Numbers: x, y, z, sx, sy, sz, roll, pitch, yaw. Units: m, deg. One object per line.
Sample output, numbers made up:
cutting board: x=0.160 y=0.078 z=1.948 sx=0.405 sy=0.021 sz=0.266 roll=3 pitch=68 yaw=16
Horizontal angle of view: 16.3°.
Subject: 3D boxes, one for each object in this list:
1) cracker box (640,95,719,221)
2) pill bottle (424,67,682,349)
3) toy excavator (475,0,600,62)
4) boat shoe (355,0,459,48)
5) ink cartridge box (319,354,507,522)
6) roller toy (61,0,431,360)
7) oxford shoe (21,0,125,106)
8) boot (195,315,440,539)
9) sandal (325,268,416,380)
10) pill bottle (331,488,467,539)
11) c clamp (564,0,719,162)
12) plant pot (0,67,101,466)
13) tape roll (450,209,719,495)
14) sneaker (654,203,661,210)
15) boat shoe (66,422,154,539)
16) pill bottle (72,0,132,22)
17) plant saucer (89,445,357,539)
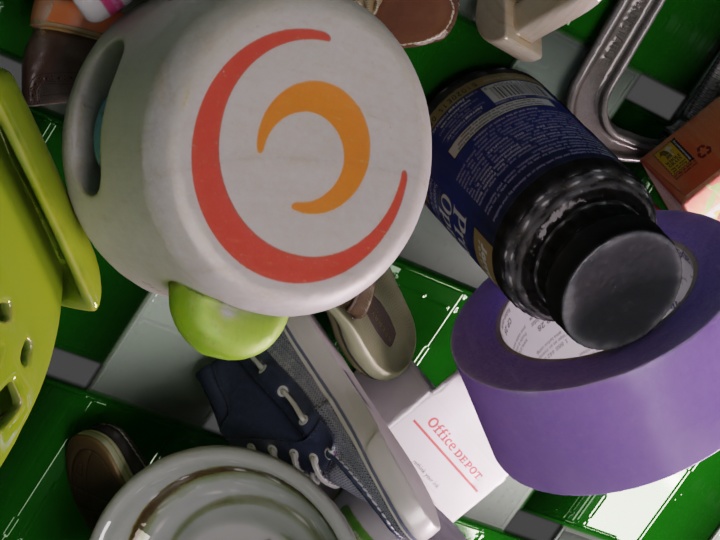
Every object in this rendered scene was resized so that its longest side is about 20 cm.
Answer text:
cracker box: x=0.288 y=-0.052 z=1.746 sx=0.134 sy=0.058 sz=0.200 roll=-38 pitch=141 yaw=0
pill bottle: x=0.117 y=-0.038 z=1.588 sx=0.111 sy=0.200 sz=0.112 roll=-14 pitch=126 yaw=-20
toy excavator: x=0.166 y=-0.226 z=1.542 sx=0.100 sy=0.194 sz=0.201 roll=26 pitch=79 yaw=-38
boat shoe: x=-0.025 y=-0.156 z=1.515 sx=0.199 sy=0.072 sz=0.076 roll=1 pitch=121 yaw=-29
ink cartridge box: x=0.018 y=0.133 z=1.740 sx=0.200 sy=0.067 sz=0.116 roll=-39 pitch=131 yaw=2
roller toy: x=-0.065 y=-0.070 z=1.401 sx=0.200 sy=0.140 sz=0.183 roll=-39 pitch=113 yaw=-24
oxford shoe: x=-0.108 y=-0.101 z=1.491 sx=0.199 sy=0.071 sz=0.073 roll=15 pitch=86 yaw=-21
boot: x=-0.028 y=0.116 z=1.622 sx=0.090 sy=0.200 sz=0.073 roll=-36 pitch=142 yaw=3
sandal: x=0.001 y=0.000 z=1.629 sx=0.201 sy=0.057 sz=0.080 roll=52 pitch=55 yaw=-47
pill bottle: x=-0.021 y=0.240 z=1.677 sx=0.111 sy=0.111 sz=0.200 roll=28 pitch=108 yaw=-39
c clamp: x=0.232 y=-0.149 z=1.689 sx=0.171 sy=0.027 sz=0.200 roll=24 pitch=107 yaw=-38
plant pot: x=-0.269 y=-0.012 z=1.389 sx=0.182 sy=0.199 sz=0.199 roll=-53 pitch=139 yaw=-32
tape roll: x=0.165 y=0.050 z=1.624 sx=0.199 sy=0.200 sz=0.085 roll=-29 pitch=118 yaw=-8
sneaker: x=0.209 y=0.028 z=1.778 sx=0.084 sy=0.077 sz=0.200 roll=-31 pitch=125 yaw=10
boat shoe: x=-0.136 y=0.175 z=1.694 sx=0.065 sy=0.073 sz=0.201 roll=-42 pitch=128 yaw=-31
pill bottle: x=-0.100 y=-0.238 z=1.392 sx=0.200 sy=0.113 sz=0.113 roll=-35 pitch=131 yaw=-2
plant saucer: x=-0.080 y=0.210 z=1.611 sx=0.200 sy=0.200 sz=0.050 roll=-54 pitch=165 yaw=13
